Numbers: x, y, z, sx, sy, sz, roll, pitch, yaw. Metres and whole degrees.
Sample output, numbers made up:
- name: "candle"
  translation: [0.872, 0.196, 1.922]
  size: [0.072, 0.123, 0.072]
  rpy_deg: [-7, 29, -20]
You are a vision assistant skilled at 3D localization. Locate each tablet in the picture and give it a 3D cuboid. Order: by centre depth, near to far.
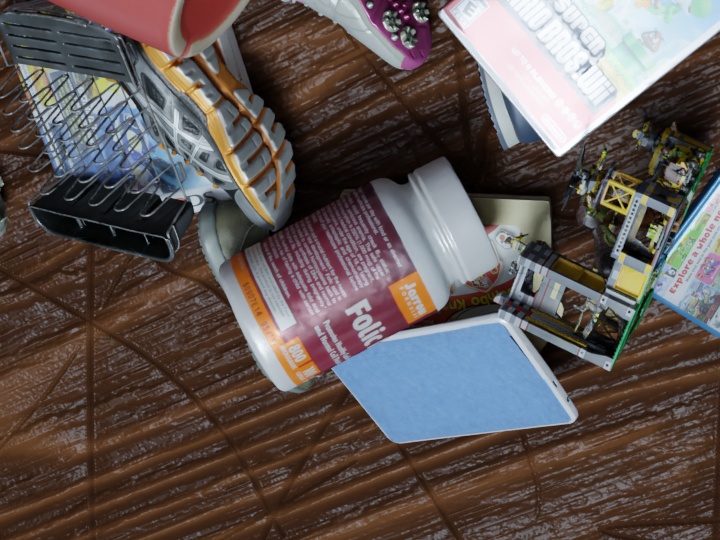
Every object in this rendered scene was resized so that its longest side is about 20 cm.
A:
- name: "tablet"
  translation: [0.072, 0.093, 1.293]
  size: [0.198, 0.014, 0.131]
  rpy_deg: [-11, 128, 39]

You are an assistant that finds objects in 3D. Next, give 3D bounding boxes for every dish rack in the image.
- name: "dish rack"
  translation: [-0.215, -0.108, 1.194]
  size: [0.152, 0.055, 0.201]
  rpy_deg: [12, 137, 31]

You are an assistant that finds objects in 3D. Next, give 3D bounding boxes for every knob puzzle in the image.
- name: "knob puzzle"
  translation: [0.075, 0.025, 1.306]
  size: [0.217, 0.031, 0.222]
  rpy_deg: [4, 116, 9]

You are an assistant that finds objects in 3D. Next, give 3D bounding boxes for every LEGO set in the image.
- name: "LEGO set"
  translation: [0.180, -0.031, 1.192]
  size: [0.115, 0.154, 0.202]
  rpy_deg: [25, 130, 13]

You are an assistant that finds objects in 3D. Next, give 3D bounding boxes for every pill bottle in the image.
- name: "pill bottle"
  translation: [0.000, 0.000, 1.205]
  size: [0.198, 0.114, 0.115]
  rpy_deg: [-28, 109, 2]

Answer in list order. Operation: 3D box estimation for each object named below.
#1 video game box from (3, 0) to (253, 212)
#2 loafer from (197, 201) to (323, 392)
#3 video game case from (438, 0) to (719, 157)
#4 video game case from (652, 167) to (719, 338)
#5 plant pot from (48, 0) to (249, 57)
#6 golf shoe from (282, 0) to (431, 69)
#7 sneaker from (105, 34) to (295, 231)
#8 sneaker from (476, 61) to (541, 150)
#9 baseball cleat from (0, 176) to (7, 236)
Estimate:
- name: "video game box"
  translation: [-0.180, -0.139, 1.272]
  size: [0.180, 0.047, 0.202]
  rpy_deg: [-12, 113, 14]
- name: "loafer"
  translation: [-0.069, 0.022, 1.297]
  size: [0.069, 0.076, 0.201]
  rpy_deg: [-18, 128, 13]
- name: "video game case"
  translation: [0.174, -0.196, 1.108]
  size: [0.199, 0.017, 0.143]
  rpy_deg: [-39, 100, 22]
- name: "video game case"
  translation: [0.347, 0.008, 1.251]
  size: [0.199, 0.018, 0.144]
  rpy_deg: [31, 118, -4]
- name: "plant pot"
  translation: [-0.162, -0.257, 1.095]
  size: [0.176, 0.200, 0.202]
  rpy_deg: [34, 118, 9]
- name: "golf shoe"
  translation: [-0.026, -0.230, 1.192]
  size: [0.200, 0.076, 0.091]
  rpy_deg: [49, 137, -15]
- name: "sneaker"
  translation: [-0.123, -0.113, 1.214]
  size: [0.077, 0.078, 0.201]
  rpy_deg: [-26, 106, 33]
- name: "sneaker"
  translation: [0.121, -0.195, 1.176]
  size: [0.081, 0.070, 0.202]
  rpy_deg: [-13, 118, 8]
- name: "baseball cleat"
  translation: [-0.391, -0.092, 1.332]
  size: [0.106, 0.070, 0.201]
  rpy_deg: [-36, 95, 31]
